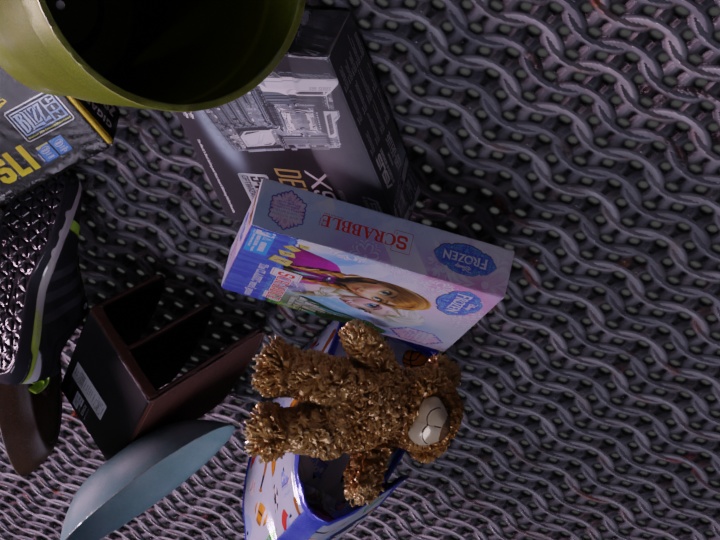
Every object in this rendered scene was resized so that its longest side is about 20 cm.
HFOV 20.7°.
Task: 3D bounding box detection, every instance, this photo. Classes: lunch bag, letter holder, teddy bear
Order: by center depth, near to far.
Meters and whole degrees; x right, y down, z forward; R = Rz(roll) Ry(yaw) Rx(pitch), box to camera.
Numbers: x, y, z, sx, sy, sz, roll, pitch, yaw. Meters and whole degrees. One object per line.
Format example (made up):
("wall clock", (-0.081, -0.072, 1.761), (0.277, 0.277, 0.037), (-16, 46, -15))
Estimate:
("teddy bear", (-0.002, 0.112, 1.594), (0.199, 0.146, 0.067), (25, 166, -22))
("lunch bag", (-0.026, 0.160, 1.717), (0.123, 0.201, 0.170), (29, 148, -8))
("letter holder", (-0.181, 0.081, 1.821), (0.101, 0.141, 0.200), (55, 154, 11))

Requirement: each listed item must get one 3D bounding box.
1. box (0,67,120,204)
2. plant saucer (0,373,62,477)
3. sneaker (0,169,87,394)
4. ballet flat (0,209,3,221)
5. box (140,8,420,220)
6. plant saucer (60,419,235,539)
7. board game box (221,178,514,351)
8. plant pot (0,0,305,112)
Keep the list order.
("box", (-0.316, -0.127, 1.569), (0.199, 0.050, 0.160), (-24, 127, 24))
("plant saucer", (-0.308, 0.089, 1.831), (0.032, 0.202, 0.201), (-6, 144, 3))
("sneaker", (-0.275, 0.008, 1.723), (0.071, 0.202, 0.082), (24, -170, 37))
("ballet flat", (-0.360, -0.021, 1.788), (0.072, 0.068, 0.201), (-2, 128, -34))
("box", (-0.056, -0.112, 1.478), (0.156, 0.050, 0.201), (7, 145, 25))
("plant saucer", (-0.208, 0.190, 1.833), (0.039, 0.200, 0.201), (52, 149, 9))
("board game box", (0.000, 0.000, 1.538), (0.197, 0.042, 0.200), (16, 164, -6))
("plant pot", (-0.169, -0.195, 1.323), (0.200, 0.201, 0.192), (40, 157, -24))
